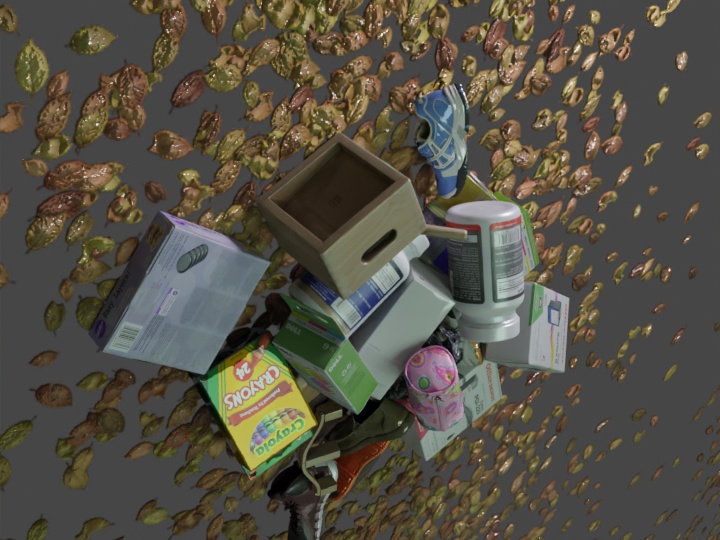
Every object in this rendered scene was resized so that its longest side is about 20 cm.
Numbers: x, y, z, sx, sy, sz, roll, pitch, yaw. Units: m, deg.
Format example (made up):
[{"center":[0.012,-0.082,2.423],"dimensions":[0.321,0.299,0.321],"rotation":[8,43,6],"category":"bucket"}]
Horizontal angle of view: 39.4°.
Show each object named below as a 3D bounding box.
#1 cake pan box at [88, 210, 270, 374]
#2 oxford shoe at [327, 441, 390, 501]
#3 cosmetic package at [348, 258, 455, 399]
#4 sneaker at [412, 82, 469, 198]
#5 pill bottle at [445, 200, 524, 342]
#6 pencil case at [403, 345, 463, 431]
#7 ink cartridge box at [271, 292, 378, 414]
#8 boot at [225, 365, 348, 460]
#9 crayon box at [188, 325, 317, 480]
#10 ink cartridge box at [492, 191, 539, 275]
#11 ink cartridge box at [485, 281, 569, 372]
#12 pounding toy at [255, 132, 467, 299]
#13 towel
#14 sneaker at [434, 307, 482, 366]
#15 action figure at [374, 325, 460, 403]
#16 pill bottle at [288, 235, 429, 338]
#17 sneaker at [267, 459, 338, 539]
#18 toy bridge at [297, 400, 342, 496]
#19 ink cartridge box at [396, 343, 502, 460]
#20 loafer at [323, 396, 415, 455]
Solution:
[{"center":[-0.236,0.038,1.328],"dimensions":[0.184,0.052,0.201],"rotation":[20,104,-48],"category":"cake pan box"},{"center":[0.003,0.318,1.778],"dimensions":[0.200,0.071,0.073],"rotation":[-50,161,6],"category":"oxford shoe"},{"center":[0.049,0.085,1.560],"dimensions":[0.085,0.108,0.200],"rotation":[32,108,-17],"category":"cosmetic package"},{"center":[0.117,-0.189,1.495],"dimensions":[0.077,0.076,0.201],"rotation":[-12,134,-6],"category":"sneaker"},{"center":[0.192,0.001,1.543],"dimensions":[0.116,0.116,0.201],"rotation":[-16,108,-36],"category":"pill bottle"},{"center":[0.116,0.189,1.570],"dimensions":[0.087,0.087,0.200],"rotation":[-42,157,-12],"category":"pencil case"},{"center":[-0.057,0.121,1.432],"dimensions":[0.059,0.104,0.200],"rotation":[-54,146,-16],"category":"ink cartridge box"},{"center":[-0.107,0.246,1.596],"dimensions":[0.200,0.072,0.166],"rotation":[-49,139,-9],"category":"boot"},{"center":[-0.148,0.199,1.469],"dimensions":[0.127,0.051,0.201],"rotation":[-34,110,-21],"category":"crayon box"},{"center":[0.197,-0.010,1.692],"dimensions":[0.200,0.076,0.148],"rotation":[-41,140,-14],"category":"ink cartridge box"},{"center":[0.305,0.104,1.816],"dimensions":[0.200,0.087,0.146],"rotation":[21,74,-61],"category":"ink cartridge box"},{"center":[0.005,-0.070,1.371],"dimensions":[0.200,0.184,0.142],"rotation":[-40,140,-14],"category":"pounding toy"},{"center":[0.149,-0.047,1.596],"dimensions":[0.200,0.023,0.144],"rotation":[-45,106,3],"category":"towel"},{"center":[0.149,0.103,1.711],"dimensions":[0.087,0.076,0.200],"rotation":[-9,135,14],"category":"sneaker"},{"center":[0.076,0.156,1.688],"dimensions":[0.200,0.102,0.119],"rotation":[-41,166,37],"category":"action figure"},{"center":[0.000,0.000,1.476],"dimensions":[0.200,0.116,0.116],"rotation":[-44,141,-9],"category":"pill bottle"},{"center":[-0.119,0.404,1.718],"dimensions":[0.115,0.076,0.201],"rotation":[7,104,-41],"category":"sneaker"},{"center":[-0.067,0.296,1.620],"dimensions":[0.067,0.027,0.201],"rotation":[-15,132,-24],"category":"toy bridge"},{"center":[0.157,0.227,1.832],"dimensions":[0.200,0.085,0.146],"rotation":[-38,139,-20],"category":"ink cartridge box"},{"center":[0.006,0.250,1.662],"dimensions":[0.068,0.200,0.076],"rotation":[55,41,-11],"category":"loafer"}]
